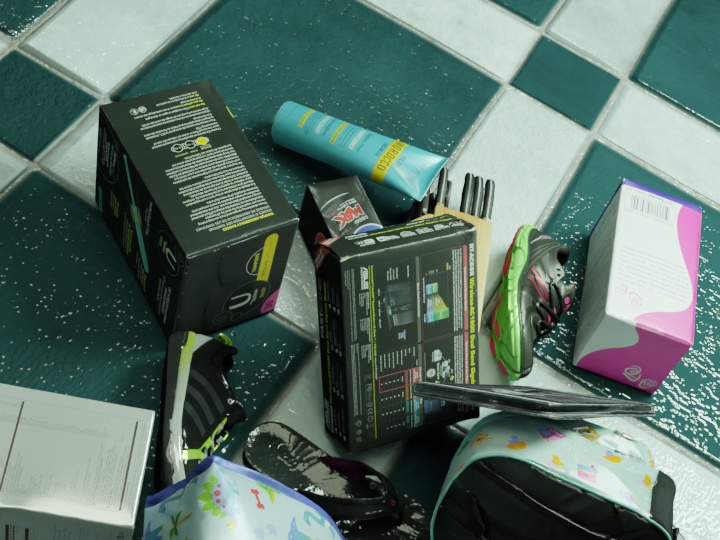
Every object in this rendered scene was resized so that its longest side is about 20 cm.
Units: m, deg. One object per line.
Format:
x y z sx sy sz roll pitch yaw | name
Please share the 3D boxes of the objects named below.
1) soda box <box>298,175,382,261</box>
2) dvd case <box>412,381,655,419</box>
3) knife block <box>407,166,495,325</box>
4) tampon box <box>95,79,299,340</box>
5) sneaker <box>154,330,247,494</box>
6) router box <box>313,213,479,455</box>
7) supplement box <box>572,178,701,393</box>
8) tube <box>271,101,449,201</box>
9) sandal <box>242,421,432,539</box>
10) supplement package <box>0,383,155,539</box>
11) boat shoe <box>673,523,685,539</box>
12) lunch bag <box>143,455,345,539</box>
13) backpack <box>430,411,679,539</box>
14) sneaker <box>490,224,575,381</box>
0.000 0.000 1.262 0.062 0.071 0.202 -12 58 -25 | soda box
0.164 0.121 1.116 0.198 0.147 0.016 9 87 -50 | dvd case
0.113 -0.017 1.313 0.174 0.064 0.201 -23 62 -29 | knife block
-0.169 -0.060 1.206 0.125 0.151 0.201 -19 61 -27 | tampon box
-0.144 0.137 1.113 0.081 0.072 0.203 8 52 -12 | sneaker
0.037 0.058 1.148 0.148 0.204 0.062 -12 21 -25 | router box
0.306 0.016 1.322 0.100 0.104 0.202 20 49 -2 | supplement box
-0.004 -0.134 1.349 0.197 0.051 0.078 22 56 18 | tube
-0.020 0.203 1.114 0.198 0.048 0.076 28 50 6 | sandal
-0.284 0.175 1.016 0.196 0.110 0.115 12 51 -8 | supplement package
0.246 0.209 1.181 0.199 0.073 0.065 37 54 22 | boat shoe
-0.084 0.276 0.994 0.198 0.127 0.172 28 43 -33 | lunch bag
0.167 0.218 1.081 0.197 0.178 0.154 20 33 0 | backpack
0.190 0.032 1.292 0.082 0.077 0.202 16 51 2 | sneaker
